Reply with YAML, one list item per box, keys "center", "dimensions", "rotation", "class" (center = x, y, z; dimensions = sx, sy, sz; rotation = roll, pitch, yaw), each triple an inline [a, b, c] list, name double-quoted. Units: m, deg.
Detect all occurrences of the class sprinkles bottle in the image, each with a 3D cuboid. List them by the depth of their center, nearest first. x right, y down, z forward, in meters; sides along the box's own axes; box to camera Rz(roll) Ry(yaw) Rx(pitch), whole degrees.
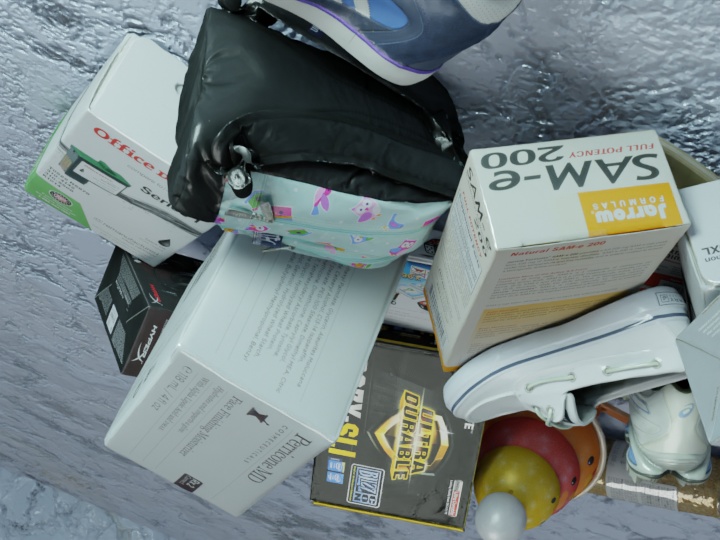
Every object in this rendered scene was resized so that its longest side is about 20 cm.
- center: [0.322, 0.223, 1.077]
  dimensions: [0.199, 0.068, 0.068]
  rotation: [5, 149, 29]
  class: "sprinkles bottle"

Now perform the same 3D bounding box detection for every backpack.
- center: [-0.027, -0.085, 0.694]
  dimensions: [0.199, 0.168, 0.127]
  rotation: [14, 150, -20]
  class: "backpack"

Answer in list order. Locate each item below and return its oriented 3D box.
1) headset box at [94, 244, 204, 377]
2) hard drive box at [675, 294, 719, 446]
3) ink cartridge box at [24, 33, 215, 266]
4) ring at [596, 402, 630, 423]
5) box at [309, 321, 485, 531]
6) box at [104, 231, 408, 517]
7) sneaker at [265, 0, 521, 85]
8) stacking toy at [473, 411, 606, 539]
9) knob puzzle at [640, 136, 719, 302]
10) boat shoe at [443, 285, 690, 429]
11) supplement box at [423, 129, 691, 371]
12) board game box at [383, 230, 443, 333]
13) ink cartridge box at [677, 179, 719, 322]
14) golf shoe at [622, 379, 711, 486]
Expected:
- center: [-0.145, 0.053, 0.983]
  dimensions: [0.199, 0.075, 0.149]
  rotation: [17, -161, -31]
  class: "headset box"
- center: [0.311, 0.039, 0.560]
  dimensions: [0.199, 0.077, 0.156]
  rotation: [9, 140, -19]
  class: "hard drive box"
- center: [-0.185, -0.094, 0.856]
  dimensions: [0.146, 0.085, 0.200]
  rotation: [32, 152, -20]
  class: "ink cartridge box"
- center: [0.230, 0.120, 0.940]
  dimensions: [0.200, 0.019, 0.200]
  rotation: [30, 171, 5]
  class: "ring"
- center: [0.039, 0.147, 0.962]
  dimensions: [0.159, 0.049, 0.201]
  rotation: [10, 116, 6]
  class: "box"
- center: [-0.081, 0.056, 0.788]
  dimensions: [0.130, 0.201, 0.199]
  rotation: [31, 141, -11]
  class: "box"
- center: [0.004, -0.200, 0.546]
  dimensions: [0.200, 0.081, 0.146]
  rotation: [34, 142, -16]
  class: "sneaker"
- center: [0.159, 0.215, 1.006]
  dimensions: [0.145, 0.200, 0.147]
  rotation: [10, 115, 22]
  class: "stacking toy"
- center: [0.199, -0.040, 0.732]
  dimensions: [0.219, 0.031, 0.220]
  rotation: [18, 153, 9]
  class: "knob puzzle"
- center: [0.142, 0.079, 0.704]
  dimensions: [0.073, 0.067, 0.200]
  rotation: [13, 146, -43]
  class: "boat shoe"
- center: [0.123, -0.007, 0.685]
  dimensions: [0.125, 0.074, 0.200]
  rotation: [-7, 154, -10]
  class: "supplement box"
- center: [0.000, 0.000, 0.887]
  dimensions: [0.199, 0.035, 0.126]
  rotation: [11, 150, 14]
  class: "board game box"
- center: [0.295, 0.017, 0.661]
  dimensions: [0.145, 0.084, 0.200]
  rotation: [-14, 141, 13]
  class: "ink cartridge box"
- center: [0.230, 0.068, 0.764]
  dimensions: [0.078, 0.200, 0.098]
  rotation: [-2, 122, 1]
  class: "golf shoe"
